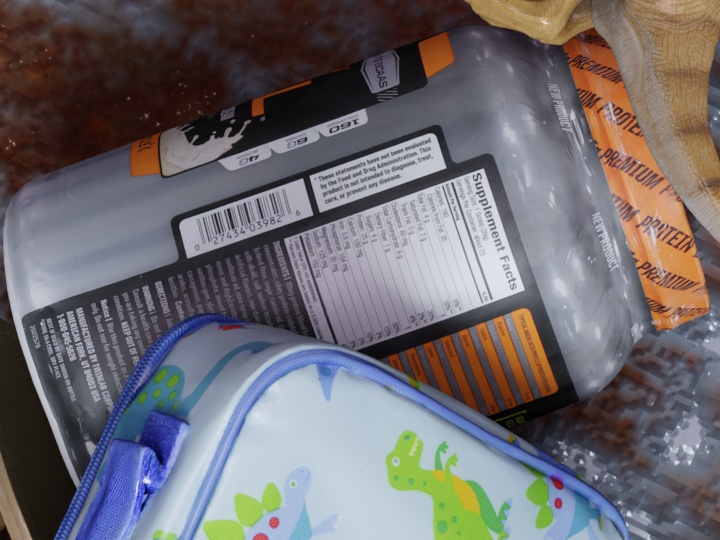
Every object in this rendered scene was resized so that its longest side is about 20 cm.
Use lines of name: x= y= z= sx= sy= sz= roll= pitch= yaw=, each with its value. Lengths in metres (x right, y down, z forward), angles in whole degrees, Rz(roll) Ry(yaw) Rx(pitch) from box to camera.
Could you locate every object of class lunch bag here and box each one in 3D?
lunch bag: x=-0.024 y=0.122 z=0.722 sx=0.160 sy=0.082 sz=0.201 roll=28 pitch=80 yaw=-33

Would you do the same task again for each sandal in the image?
sandal: x=-0.104 y=0.124 z=0.841 sx=0.069 sy=0.078 sz=0.213 roll=-29 pitch=79 yaw=14

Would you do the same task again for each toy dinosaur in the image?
toy dinosaur: x=0.081 y=-0.076 z=0.742 sx=0.105 sy=0.061 sz=0.201 roll=0 pitch=62 yaw=8

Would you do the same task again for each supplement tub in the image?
supplement tub: x=0.000 y=0.000 z=0.816 sx=0.199 sy=0.123 sz=0.123 roll=-19 pitch=84 yaw=4
